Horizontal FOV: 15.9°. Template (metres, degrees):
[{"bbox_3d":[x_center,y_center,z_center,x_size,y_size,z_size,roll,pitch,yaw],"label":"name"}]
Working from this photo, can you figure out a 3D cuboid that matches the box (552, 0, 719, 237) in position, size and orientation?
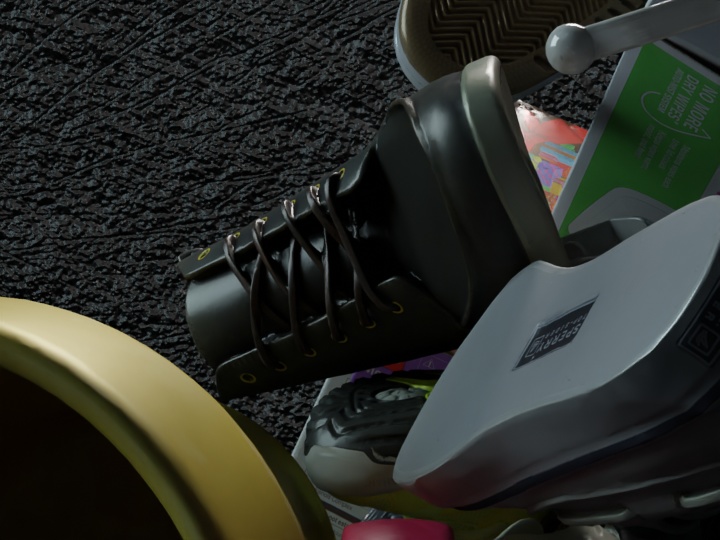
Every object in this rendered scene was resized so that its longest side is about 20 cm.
[{"bbox_3d":[0.151,-0.086,0.884,0.177,0.096,0.200,-60,-5,-20],"label":"box"}]

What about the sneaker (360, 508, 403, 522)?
[{"bbox_3d":[0.033,0.128,0.919,0.078,0.086,0.200,-49,7,26],"label":"sneaker"}]

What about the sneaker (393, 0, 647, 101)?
[{"bbox_3d":[0.069,-0.107,0.899,0.200,0.070,0.109,-52,-4,-30],"label":"sneaker"}]

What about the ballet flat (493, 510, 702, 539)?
[{"bbox_3d":[0.060,0.097,0.692,0.073,0.073,0.200,-65,-4,7],"label":"ballet flat"}]

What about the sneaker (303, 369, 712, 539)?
[{"bbox_3d":[0.059,0.070,0.816,0.199,0.075,0.077,6,-90,-48],"label":"sneaker"}]

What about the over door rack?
[{"bbox_3d":[0.069,-0.065,0.706,0.066,0.149,0.200,-18,5,-19],"label":"over door rack"}]

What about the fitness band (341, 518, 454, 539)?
[{"bbox_3d":[0.010,0.150,0.636,0.200,0.037,0.145,-90,1,-62],"label":"fitness band"}]

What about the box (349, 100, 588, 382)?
[{"bbox_3d":[0.089,0.014,0.999,0.200,0.136,0.039,-58,-8,-57],"label":"box"}]

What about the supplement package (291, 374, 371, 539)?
[{"bbox_3d":[0.031,0.138,1.094,0.201,0.150,0.152,-65,-6,11],"label":"supplement package"}]

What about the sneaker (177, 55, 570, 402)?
[{"bbox_3d":[0.000,0.000,0.768,0.200,0.106,0.075,98,154,-77],"label":"sneaker"}]

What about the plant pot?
[{"bbox_3d":[-0.092,0.105,0.732,0.202,0.200,0.189,-65,-13,9],"label":"plant pot"}]

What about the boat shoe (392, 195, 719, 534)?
[{"bbox_3d":[0.068,0.033,0.636,0.072,0.066,0.200,-59,10,-22],"label":"boat shoe"}]
